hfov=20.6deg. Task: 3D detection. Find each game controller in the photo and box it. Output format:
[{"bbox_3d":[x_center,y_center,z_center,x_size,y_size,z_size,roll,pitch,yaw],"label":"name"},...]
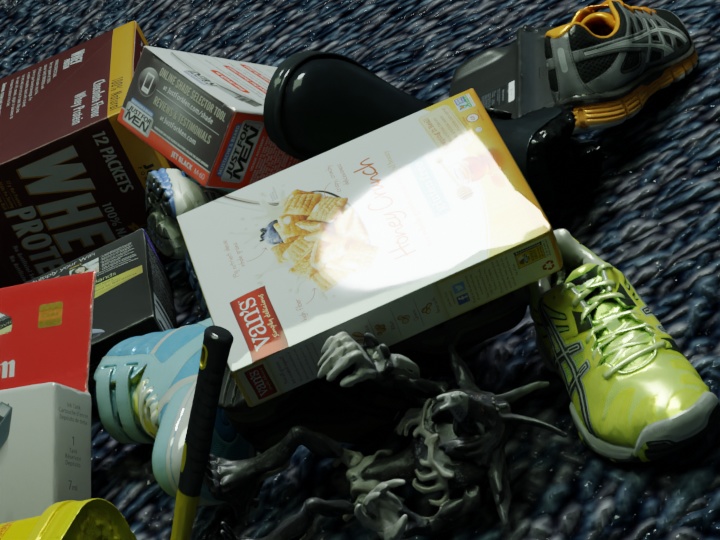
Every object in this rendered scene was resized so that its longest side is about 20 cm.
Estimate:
[{"bbox_3d":[0.112,-0.125,1.513,0.104,0.042,0.200,-32,23,21],"label":"game controller"}]

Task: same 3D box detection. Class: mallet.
[{"bbox_3d":[-0.091,0.131,1.072,0.041,0.201,0.066,3,27,-25],"label":"mallet"}]

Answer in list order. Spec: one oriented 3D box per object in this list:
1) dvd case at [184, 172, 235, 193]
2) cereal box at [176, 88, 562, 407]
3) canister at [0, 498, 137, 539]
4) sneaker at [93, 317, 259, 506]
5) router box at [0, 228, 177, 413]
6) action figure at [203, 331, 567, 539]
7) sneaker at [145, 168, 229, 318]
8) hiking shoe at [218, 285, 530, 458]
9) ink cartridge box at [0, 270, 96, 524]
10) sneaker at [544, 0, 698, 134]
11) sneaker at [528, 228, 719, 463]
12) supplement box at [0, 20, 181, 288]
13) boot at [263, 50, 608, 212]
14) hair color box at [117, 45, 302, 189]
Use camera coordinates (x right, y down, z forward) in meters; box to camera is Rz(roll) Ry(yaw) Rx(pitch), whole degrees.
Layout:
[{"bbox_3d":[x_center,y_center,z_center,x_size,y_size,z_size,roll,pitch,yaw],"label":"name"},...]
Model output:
[{"bbox_3d":[-0.078,-0.092,1.523,0.200,0.145,0.022,-121,50,-65],"label":"dvd case"},{"bbox_3d":[0.002,-0.017,1.160,0.199,0.040,0.144,-24,44,-2],"label":"cereal box"},{"bbox_3d":[-0.240,0.213,1.147,0.199,0.087,0.149,-14,28,25],"label":"canister"},{"bbox_3d":[-0.124,0.097,1.267,0.130,0.080,0.200,-14,19,19],"label":"sneaker"},{"bbox_3d":[-0.233,0.060,1.452,0.199,0.052,0.157,-25,26,3],"label":"router box"},{"bbox_3d":[0.010,0.103,1.097,0.199,0.102,0.119,-24,62,10],"label":"action figure"},{"bbox_3d":[-0.089,-0.026,1.454,0.085,0.077,0.200,-12,36,-22],"label":"sneaker"},{"bbox_3d":[0.010,0.053,1.194,0.199,0.101,0.076,-20,48,1],"label":"hiking shoe"},{"bbox_3d":[-0.268,0.094,1.322,0.199,0.045,0.178,-10,72,28],"label":"ink cartridge box"},{"bbox_3d":[0.189,-0.163,1.440,0.078,0.078,0.200,-14,15,29],"label":"sneaker"},{"bbox_3d":[0.138,0.043,1.132,0.075,0.077,0.200,-27,28,-8],"label":"sneaker"},{"bbox_3d":[-0.245,-0.077,1.622,0.199,0.133,0.198,-23,27,6],"label":"supplement box"},{"bbox_3d":[0.055,-0.093,1.337,0.167,0.200,0.077,11,87,39],"label":"boot"},{"bbox_3d":[-0.062,-0.103,1.434,0.199,0.064,0.111,5,24,-48],"label":"hair color box"}]
